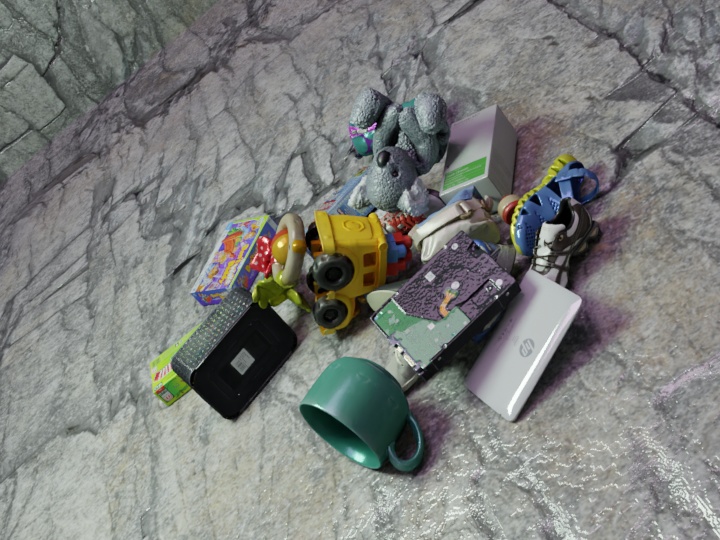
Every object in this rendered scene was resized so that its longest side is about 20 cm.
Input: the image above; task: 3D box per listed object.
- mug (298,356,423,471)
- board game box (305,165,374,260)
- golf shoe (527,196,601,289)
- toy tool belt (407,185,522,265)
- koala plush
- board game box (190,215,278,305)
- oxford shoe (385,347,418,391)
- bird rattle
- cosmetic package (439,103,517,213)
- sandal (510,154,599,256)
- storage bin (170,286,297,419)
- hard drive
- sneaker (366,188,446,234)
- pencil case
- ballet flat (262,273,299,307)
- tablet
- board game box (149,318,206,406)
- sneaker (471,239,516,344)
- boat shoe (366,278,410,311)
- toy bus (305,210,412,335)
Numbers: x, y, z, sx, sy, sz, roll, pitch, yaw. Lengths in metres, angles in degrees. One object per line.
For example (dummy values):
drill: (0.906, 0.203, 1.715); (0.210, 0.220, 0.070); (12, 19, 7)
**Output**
mug: (0.010, 0.214, 1.457); (0.115, 0.185, 0.152); (-52, 11, -23)
board game box: (-0.047, -0.106, 1.879); (0.200, 0.062, 0.200); (-47, 12, -10)
golf shoe: (0.286, -0.023, 1.479); (0.077, 0.095, 0.202); (10, 60, 48)
toy tool belt: (0.177, -0.086, 1.637); (0.198, 0.125, 0.124); (-35, 42, 8)
koala plush: (0.069, -0.189, 1.724); (0.174, 0.184, 0.204); (7, 67, 23)
board game box: (-0.268, -0.022, 2.081); (0.133, 0.045, 0.202); (-8, 45, 40)
oxford shoe: (0.081, 0.124, 1.526); (0.200, 0.057, 0.076); (-49, 33, 19)
bird rattle: (-0.127, -0.023, 1.710); (0.202, 0.110, 0.165); (-96, 24, -53)
cosmetic package: (0.216, -0.193, 1.752); (0.106, 0.085, 0.202); (-22, 39, 31)
sandal: (0.316, -0.106, 1.561); (0.086, 0.080, 0.201); (18, 66, 48)
storage bin: (-0.229, 0.149, 1.761); (0.201, 0.136, 0.093); (-50, 34, -13)
hard drive: (0.126, 0.052, 1.455); (0.200, 0.038, 0.140); (-43, 51, -3)
sneaker: (0.072, -0.083, 1.784); (0.199, 0.067, 0.109); (-8, 41, 47)
pencil case: (0.069, -0.301, 2.014); (0.197, 0.092, 0.087); (-15, 81, 32)
ballet flat: (-0.148, 0.019, 1.854); (0.066, 0.068, 0.200); (-16, 9, 3)
tablet: (0.233, 0.106, 1.405); (0.202, 0.014, 0.130); (-61, 34, 4)
board game box: (-0.326, 0.167, 1.921); (0.199, 0.048, 0.102); (-38, 34, 6)
sneaker: (0.181, 0.029, 1.514); (0.202, 0.084, 0.078); (-71, 7, -45)
boat shoe: (0.098, 0.046, 1.612); (0.199, 0.074, 0.063); (-2, 42, 41)
toy bus: (0.000, 0.000, 1.706); (0.188, 0.203, 0.137); (-4, 34, -11)
